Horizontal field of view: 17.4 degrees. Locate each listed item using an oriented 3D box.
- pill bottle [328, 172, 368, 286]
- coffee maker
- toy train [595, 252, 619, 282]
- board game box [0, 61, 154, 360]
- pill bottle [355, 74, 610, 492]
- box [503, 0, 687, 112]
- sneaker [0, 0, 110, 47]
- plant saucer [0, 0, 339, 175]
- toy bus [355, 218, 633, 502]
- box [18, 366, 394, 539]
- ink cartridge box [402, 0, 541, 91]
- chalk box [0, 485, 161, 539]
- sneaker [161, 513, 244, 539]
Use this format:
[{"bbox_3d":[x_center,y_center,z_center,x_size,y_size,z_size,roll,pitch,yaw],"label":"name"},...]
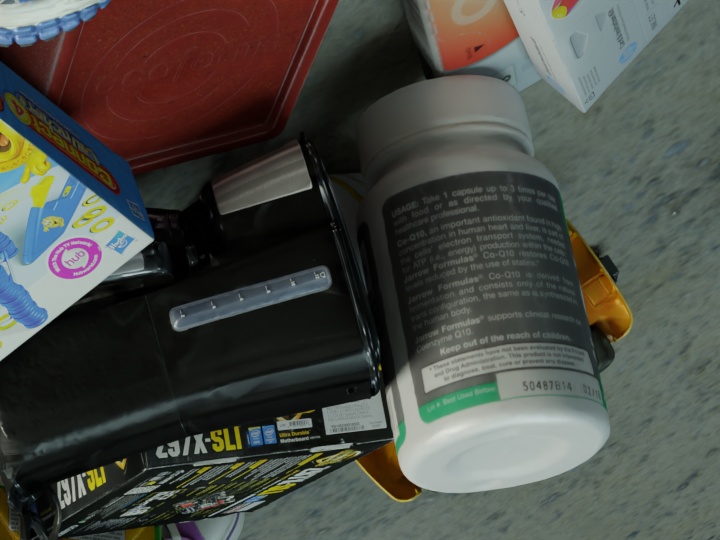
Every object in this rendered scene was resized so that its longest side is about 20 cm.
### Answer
[{"bbox_3d":[0.000,0.000,1.358,0.199,0.113,0.113,-6,146,-45],"label":"pill bottle"},{"bbox_3d":[-0.091,0.047,1.200,0.199,0.193,0.135,-14,-165,-2],"label":"coffee maker"},{"bbox_3d":[0.097,0.049,1.676,0.199,0.034,0.046,-31,168,-2],"label":"toy train"},{"bbox_3d":[-0.229,-0.019,1.042,0.200,0.056,0.196,-37,137,13],"label":"board game box"},{"bbox_3d":[0.059,0.006,1.243,0.112,0.201,0.113,-9,158,-4],"label":"pill bottle"},{"bbox_3d":[0.157,-0.190,1.202,0.200,0.041,0.156,-48,158,-3],"label":"box"},{"bbox_3d":[-0.087,-0.170,0.971,0.199,0.077,0.085,-33,148,-8],"label":"sneaker"},{"bbox_3d":[-0.091,-0.108,1.134,0.199,0.037,0.200,-17,152,-30],"label":"plant saucer"},{"bbox_3d":[0.079,0.052,1.556,0.200,0.136,0.192,-37,169,6],"label":"toy bus"},{"bbox_3d":[-0.095,0.108,1.363,0.159,0.050,0.200,-7,166,-29],"label":"box"},{"bbox_3d":[0.117,-0.171,1.246,0.199,0.050,0.162,-27,157,-2],"label":"ink cartridge box"},{"bbox_3d":[-0.209,0.245,1.470,0.124,0.124,0.200,11,137,-20],"label":"chalk box"},{"bbox_3d":[-0.173,0.187,1.570,0.200,0.073,0.114,-28,153,-8],"label":"sneaker"}]
